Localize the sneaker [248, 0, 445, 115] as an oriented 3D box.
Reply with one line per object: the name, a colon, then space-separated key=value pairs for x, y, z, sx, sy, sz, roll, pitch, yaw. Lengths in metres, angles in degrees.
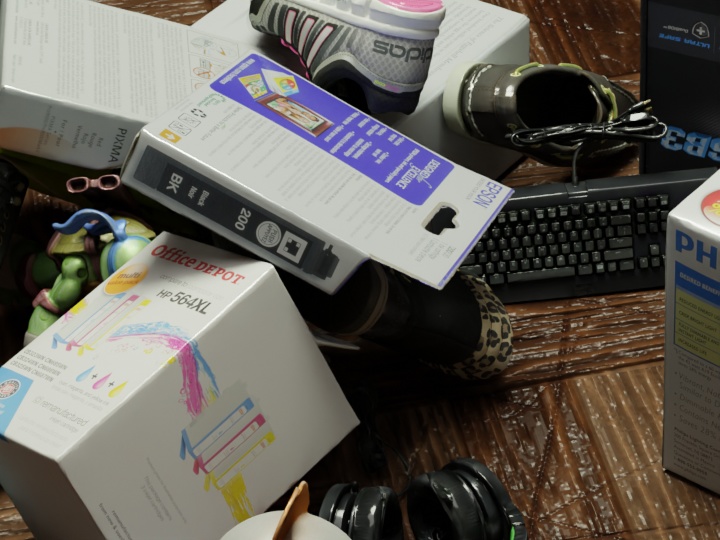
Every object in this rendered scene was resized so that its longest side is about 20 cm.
sneaker: x=-0.017 y=-0.146 z=1.601 sx=0.073 sy=0.088 sz=0.200 roll=3 pitch=9 yaw=-35

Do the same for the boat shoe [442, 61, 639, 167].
boat shoe: x=0.142 y=-0.108 z=1.680 sx=0.060 sy=0.072 sz=0.201 roll=8 pitch=4 yaw=42

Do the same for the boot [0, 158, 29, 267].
boot: x=-0.250 y=-0.016 z=1.527 sx=0.139 sy=0.077 sz=0.200 roll=-61 pitch=19 yaw=-8

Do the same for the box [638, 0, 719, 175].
box: x=0.284 y=-0.097 z=1.602 sx=0.199 sy=0.199 sz=0.050 roll=15 pitch=40 yaw=23

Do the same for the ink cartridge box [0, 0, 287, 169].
ink cartridge box: x=-0.145 y=-0.115 z=1.581 sx=0.199 sy=0.050 sz=0.162 roll=16 pitch=29 yaw=-15

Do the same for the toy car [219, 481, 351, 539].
toy car: x=-0.044 y=0.204 z=1.244 sx=0.183 sy=0.201 sz=0.177 roll=9 pitch=39 yaw=17

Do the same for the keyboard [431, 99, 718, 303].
keyboard: x=0.145 y=-0.045 z=1.611 sx=0.199 sy=0.128 sz=0.021 roll=-7 pitch=13 yaw=-2

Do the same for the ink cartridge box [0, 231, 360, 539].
ink cartridge box: x=-0.111 y=0.077 z=1.422 sx=0.200 sy=0.126 sz=0.128 roll=-42 pitch=33 yaw=-22

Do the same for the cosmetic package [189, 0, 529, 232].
cosmetic package: x=-0.013 y=-0.116 z=1.716 sx=0.199 sy=0.123 sz=0.199 roll=23 pitch=45 yaw=31

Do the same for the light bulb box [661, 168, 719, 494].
light bulb box: x=0.290 y=0.049 z=1.411 sx=0.198 sy=0.201 sz=0.125 roll=25 pitch=46 yaw=32

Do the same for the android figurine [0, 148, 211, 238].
android figurine: x=-0.198 y=-0.074 z=1.660 sx=0.199 sy=0.182 sz=0.041 roll=19 pitch=82 yaw=23

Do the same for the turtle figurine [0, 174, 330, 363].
turtle figurine: x=-0.163 y=0.032 z=1.583 sx=0.144 sy=0.200 sz=0.194 roll=-50 pitch=26 yaw=-9

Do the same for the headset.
headset: x=0.026 y=0.138 z=1.408 sx=0.123 sy=0.095 sz=0.200 roll=-11 pitch=22 yaw=-9

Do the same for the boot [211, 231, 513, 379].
boot: x=0.000 y=0.000 z=1.555 sx=0.150 sy=0.073 sz=0.200 roll=22 pitch=9 yaw=-39

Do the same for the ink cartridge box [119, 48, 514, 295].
ink cartridge box: x=-0.021 y=-0.051 z=1.460 sx=0.199 sy=0.044 sz=0.198 roll=28 pitch=24 yaw=7
